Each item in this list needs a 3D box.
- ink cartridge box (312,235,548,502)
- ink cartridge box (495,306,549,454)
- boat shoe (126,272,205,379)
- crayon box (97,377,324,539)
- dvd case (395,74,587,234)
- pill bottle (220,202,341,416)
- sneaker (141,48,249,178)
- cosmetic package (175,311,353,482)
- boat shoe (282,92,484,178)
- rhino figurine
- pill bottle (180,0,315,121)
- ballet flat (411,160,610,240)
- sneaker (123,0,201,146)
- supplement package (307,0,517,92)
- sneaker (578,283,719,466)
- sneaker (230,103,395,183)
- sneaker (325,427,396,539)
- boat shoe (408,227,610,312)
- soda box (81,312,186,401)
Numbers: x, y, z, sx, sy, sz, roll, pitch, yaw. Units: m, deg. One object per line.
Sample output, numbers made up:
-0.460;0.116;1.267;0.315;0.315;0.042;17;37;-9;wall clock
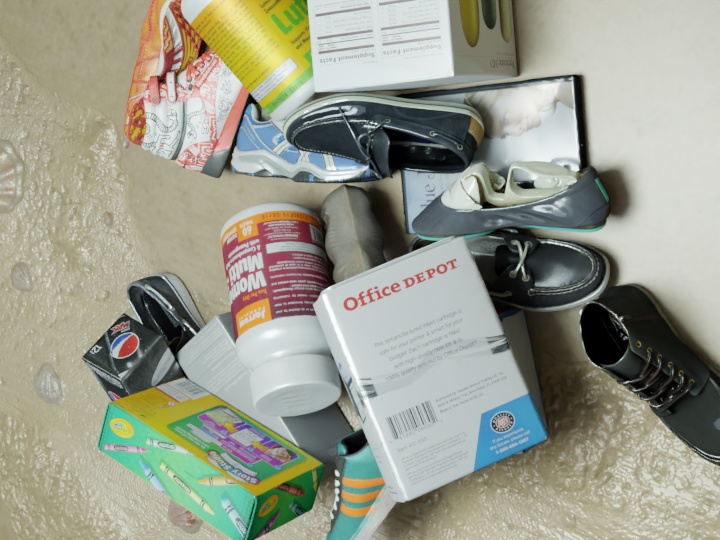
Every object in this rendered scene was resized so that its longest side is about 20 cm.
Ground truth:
0.061;0.090;1.198;0.145;0.086;0.201;-22;84;-10;ink cartridge box
0.076;0.118;1.324;0.199;0.076;0.138;-10;93;29;ink cartridge box
-0.199;0.091;1.489;0.072;0.068;0.201;-38;77;29;boat shoe
-0.151;0.188;1.324;0.199;0.118;0.059;28;112;26;crayon box
0.127;-0.112;1.296;0.199;0.018;0.144;-2;97;31;dvd case
-0.080;0.040;1.352;0.109;0.109;0.201;-27;60;31;pill bottle
-0.171;-0.206;1.405;0.107;0.067;0.203;18;110;-9;sneaker
-0.098;0.143;1.415;0.090;0.107;0.200;-43;77;28;cosmetic package
0.020;-0.127;1.273;0.198;0.075;0.063;4;58;9;boat shoe
0.000;0.000;1.308;0.088;0.059;0.201;91;168;-54;rhino figurine
-0.108;-0.258;1.306;0.111;0.111;0.200;-36;101;29;pill bottle
0.137;-0.071;1.242;0.198;0.073;0.074;-2;96;25;ballet flat
-0.219;-0.234;1.467;0.077;0.073;0.201;52;126;49;sneaker
0.047;-0.276;1.242;0.150;0.151;0.202;-2;96;30;supplement package
0.271;0.105;1.189;0.075;0.106;0.200;-46;73;27;sneaker
-0.052;-0.131;1.366;0.199;0.076;0.078;8;96;28;sneaker
0.005;0.203;1.300;0.080;0.071;0.201;34;120;5;sneaker
0.140;-0.008;1.269;0.199;0.060;0.074;9;77;31;boat shoe
-0.229;0.139;1.445;0.063;0.071;0.201;27;153;31;soda box
